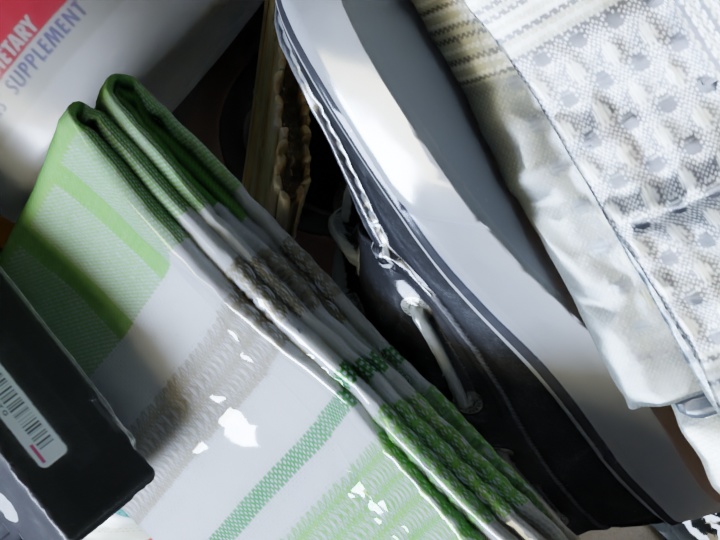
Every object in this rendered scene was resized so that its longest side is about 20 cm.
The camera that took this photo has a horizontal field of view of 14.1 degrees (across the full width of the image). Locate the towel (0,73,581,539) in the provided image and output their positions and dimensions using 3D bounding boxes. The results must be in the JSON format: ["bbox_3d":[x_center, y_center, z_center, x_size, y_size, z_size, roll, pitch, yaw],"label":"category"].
[{"bbox_3d":[-0.021,0.059,0.734,0.200,0.031,0.149,46,146,5],"label":"towel"}]

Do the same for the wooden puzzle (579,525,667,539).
[{"bbox_3d":[0.060,0.181,1.050,0.200,0.185,0.037,54,-169,-36],"label":"wooden puzzle"}]

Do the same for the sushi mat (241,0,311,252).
[{"bbox_3d":[-0.030,0.007,0.790,0.012,0.096,0.200,4,141,-7],"label":"sushi mat"}]

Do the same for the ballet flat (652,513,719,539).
[{"bbox_3d":[0.152,0.085,0.823,0.200,0.066,0.057,38,180,21],"label":"ballet flat"}]

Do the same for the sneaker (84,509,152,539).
[{"bbox_3d":[-0.121,0.032,0.925,0.200,0.070,0.093,31,132,12],"label":"sneaker"}]

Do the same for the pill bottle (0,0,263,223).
[{"bbox_3d":[-0.125,-0.116,0.779,0.200,0.112,0.112,42,161,2],"label":"pill bottle"}]

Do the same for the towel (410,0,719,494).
[{"bbox_3d":[0.094,-0.034,0.573,0.200,0.035,0.193,-17,109,52],"label":"towel"}]

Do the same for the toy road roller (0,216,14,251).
[{"bbox_3d":[-0.151,-0.074,0.923,0.200,0.146,0.123,9,178,3],"label":"toy road roller"}]

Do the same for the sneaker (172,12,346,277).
[{"bbox_3d":[0.000,0.000,0.881,0.082,0.077,0.200,8,145,46],"label":"sneaker"}]

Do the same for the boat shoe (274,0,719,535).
[{"bbox_3d":[0.024,-0.005,0.699,0.068,0.072,0.200,-18,132,27],"label":"boat shoe"}]

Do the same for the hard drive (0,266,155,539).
[{"bbox_3d":[-0.139,0.035,0.812,0.140,0.038,0.200,51,151,1],"label":"hard drive"}]
